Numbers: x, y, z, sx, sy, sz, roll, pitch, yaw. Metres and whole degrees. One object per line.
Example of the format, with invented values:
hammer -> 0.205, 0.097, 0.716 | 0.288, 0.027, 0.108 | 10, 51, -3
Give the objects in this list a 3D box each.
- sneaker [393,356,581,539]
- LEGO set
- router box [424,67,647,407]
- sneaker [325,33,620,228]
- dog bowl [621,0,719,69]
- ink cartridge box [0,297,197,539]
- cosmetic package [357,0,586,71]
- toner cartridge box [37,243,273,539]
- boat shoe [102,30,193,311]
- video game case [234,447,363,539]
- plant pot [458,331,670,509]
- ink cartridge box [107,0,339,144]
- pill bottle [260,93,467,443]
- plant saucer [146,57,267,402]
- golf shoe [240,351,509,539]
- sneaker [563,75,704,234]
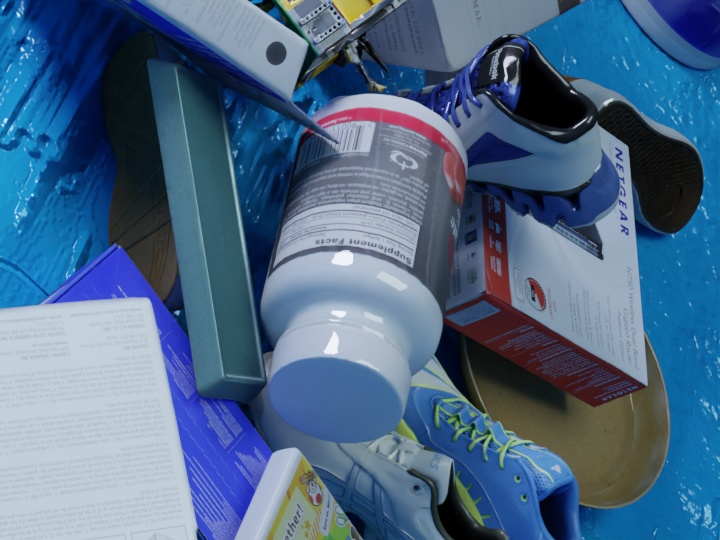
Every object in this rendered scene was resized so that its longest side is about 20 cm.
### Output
sneaker -> 0.086, 0.120, 1.571 | 0.076, 0.105, 0.201 | -14, 77, -54
LEGO set -> -0.033, -0.196, 1.556 | 0.116, 0.200, 0.154 | -37, 80, -17
router box -> 0.120, -0.031, 1.674 | 0.179, 0.049, 0.201 | 29, 49, -41
sneaker -> 0.069, -0.102, 1.548 | 0.116, 0.198, 0.081 | 83, 22, -48
dog bowl -> 0.295, -0.284, 2.159 | 0.200, 0.079, 0.201 | 32, 43, -34
ink cartridge box -> -0.169, 0.119, 1.277 | 0.162, 0.057, 0.201 | -5, 79, -35
cosmetic package -> 0.060, -0.252, 1.673 | 0.199, 0.164, 0.166 | -30, 118, -33
toner cartridge box -> -0.115, 0.092, 1.395 | 0.201, 0.043, 0.095 | 54, 36, -7
boat shoe -> -0.110, -0.056, 1.487 | 0.069, 0.071, 0.201 | 24, 46, -37
video game case -> -0.028, 0.233, 1.371 | 0.182, 0.023, 0.201 | 56, 37, -28
plant pot -> 0.138, 0.076, 1.703 | 0.199, 0.027, 0.201 | 23, 51, -32
ink cartridge box -> -0.113, -0.163, 1.487 | 0.200, 0.044, 0.198 | 35, -2, -30
pill bottle -> 0.000, 0.000, 1.466 | 0.111, 0.110, 0.201 | 37, 44, -28
plant saucer -> -0.088, -0.024, 1.425 | 0.070, 0.019, 0.201 | 13, 66, -65
golf shoe -> 0.014, 0.118, 1.492 | 0.200, 0.097, 0.078 | 49, 38, -11
sneaker -> 0.205, -0.099, 1.919 | 0.085, 0.073, 0.200 | 36, -4, 40
